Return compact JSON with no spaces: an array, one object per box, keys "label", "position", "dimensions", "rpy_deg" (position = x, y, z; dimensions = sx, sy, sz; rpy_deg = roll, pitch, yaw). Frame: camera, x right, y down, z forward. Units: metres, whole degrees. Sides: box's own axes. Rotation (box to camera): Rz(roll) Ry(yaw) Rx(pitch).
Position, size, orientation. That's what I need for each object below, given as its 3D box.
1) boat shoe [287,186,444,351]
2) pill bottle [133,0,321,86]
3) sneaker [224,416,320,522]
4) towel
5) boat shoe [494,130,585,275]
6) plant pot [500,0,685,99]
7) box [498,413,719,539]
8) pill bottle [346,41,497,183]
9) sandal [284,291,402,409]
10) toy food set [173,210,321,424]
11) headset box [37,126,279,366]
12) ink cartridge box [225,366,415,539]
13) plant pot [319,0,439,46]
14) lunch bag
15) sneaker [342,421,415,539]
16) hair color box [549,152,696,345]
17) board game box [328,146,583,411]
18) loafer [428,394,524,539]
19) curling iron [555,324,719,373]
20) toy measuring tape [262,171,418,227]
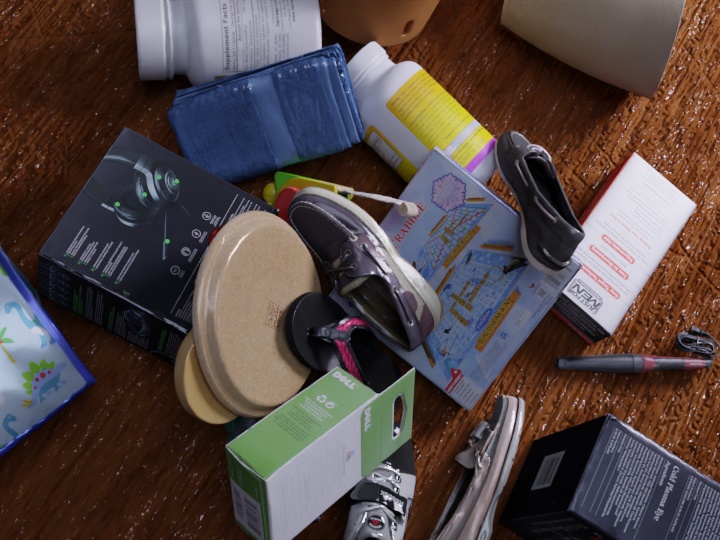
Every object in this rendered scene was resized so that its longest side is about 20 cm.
[{"label":"boat shoe","position":[0.000,0.000,0.985],"dimensions":[0.200,0.072,0.065],"rpy_deg":[45,45,-8]},{"label":"pill bottle","position":[-0.147,-0.258,1.074],"dimensions":[0.195,0.114,0.117],"rpy_deg":[-4,76,-13]},{"label":"sneaker","position":[-0.090,0.165,1.006],"dimensions":[0.086,0.074,0.205],"rpy_deg":[-1,81,-30]},{"label":"towel","position":[-0.100,-0.163,1.050],"dimensions":[0.196,0.049,0.113],"rpy_deg":[-16,118,3]},{"label":"boat shoe","position":[0.187,-0.083,0.997],"dimensions":[0.066,0.057,0.203],"rpy_deg":[20,41,-27]},{"label":"plant pot","position":[0.272,-0.321,1.156],"dimensions":[0.196,0.188,0.191],"rpy_deg":[14,72,8]},{"label":"box","position":[0.263,0.248,0.975],"dimensions":[0.180,0.200,0.105],"rpy_deg":[30,70,-1]},{"label":"pill bottle","position":[0.063,-0.161,1.096],"dimensions":[0.200,0.104,0.104],"rpy_deg":[44,71,2]},{"label":"sandal","position":[-0.004,0.082,0.988],"dimensions":[0.200,0.044,0.076],"rpy_deg":[40,57,-41]},{"label":"toy food set","position":[-0.099,0.046,0.934],"dimensions":[0.048,0.197,0.205],"rpy_deg":[-1,85,32]},{"label":"headset box","position":[-0.210,-0.022,0.991],"dimensions":[0.197,0.093,0.176],"rpy_deg":[27,58,-4]},{"label":"ink cartridge box","position":[-0.034,0.166,0.938],"dimensions":[0.059,0.105,0.199],"rpy_deg":[30,47,34]},{"label":"plant pot","position":[0.023,-0.354,1.101],"dimensions":[0.195,0.141,0.203],"rpy_deg":[7,52,-9]},{"label":"lunch bag","position":[-0.372,0.082,0.928],"dimensions":[0.169,0.128,0.201],"rpy_deg":[-38,73,-14]},{"label":"sneaker","position":[0.020,0.249,0.987],"dimensions":[0.073,0.089,0.204],"rpy_deg":[14,71,-6]},{"label":"hair color box","position":[0.292,-0.026,1.128],"dimensions":[0.101,0.061,0.201],"rpy_deg":[39,70,1]},{"label":"board game box","position":[0.099,0.009,1.041],"dimensions":[0.198,0.041,0.201],"rpy_deg":[38,102,0]},{"label":"loafer","position":[0.119,0.222,1.025],"dimensions":[0.062,0.072,0.204],"rpy_deg":[18,75,2]},{"label":"curling iron","position":[0.319,0.099,1.121],"dimensions":[0.195,0.026,0.050],"rpy_deg":[-7,55,-8]},{"label":"toy measuring tape","position":[-0.030,-0.057,1.036],"dimensions":[0.197,0.074,0.074],"rpy_deg":[16,68,34]}]
